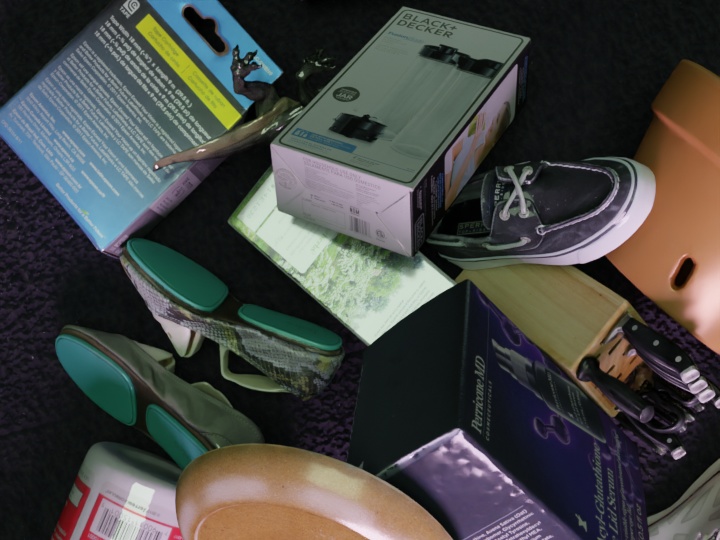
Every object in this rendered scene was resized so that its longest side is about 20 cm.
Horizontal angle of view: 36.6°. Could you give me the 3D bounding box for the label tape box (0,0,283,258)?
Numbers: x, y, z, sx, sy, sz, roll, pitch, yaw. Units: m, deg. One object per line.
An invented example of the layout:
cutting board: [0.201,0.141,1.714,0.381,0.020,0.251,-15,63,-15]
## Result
label tape box: [-0.174,-0.132,0.876,0.200,0.063,0.144,-43,83,-1]

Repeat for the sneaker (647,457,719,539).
sneaker: [0.236,0.207,0.778,0.076,0.115,0.200,45,89,8]

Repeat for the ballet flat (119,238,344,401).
ballet flat: [-0.110,0.046,0.853,0.198,0.072,0.073,26,86,8]

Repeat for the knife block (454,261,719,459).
knife block: [0.160,0.044,0.773,0.200,0.176,0.064,43,87,8]

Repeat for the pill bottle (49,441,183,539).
pill bottle: [-0.188,0.241,0.811,0.111,0.112,0.203,22,86,7]

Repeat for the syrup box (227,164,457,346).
syrup box: [0.000,0.000,0.838,0.199,0.081,0.079,40,89,6]

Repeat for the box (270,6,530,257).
box: [0.034,-0.108,0.792,0.115,0.061,0.200,20,48,24]

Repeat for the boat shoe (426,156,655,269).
boat shoe: [0.115,-0.046,0.783,0.067,0.198,0.073,23,71,-36]

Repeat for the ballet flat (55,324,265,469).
ballet flat: [-0.155,0.098,0.850,0.199,0.068,0.063,33,43,26]

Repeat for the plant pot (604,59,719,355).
plant pot: [0.262,-0.032,0.776,0.200,0.200,0.141,42,104,8]

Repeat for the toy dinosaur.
toy dinosaur: [-0.061,-0.125,0.824,0.197,0.089,0.048,-15,48,-23]

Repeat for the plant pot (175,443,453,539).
plant pot: [-0.030,0.184,0.685,0.197,0.202,0.028,18,46,7]

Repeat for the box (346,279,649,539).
box: [0.093,0.134,0.722,0.104,0.149,0.200,-35,115,28]
